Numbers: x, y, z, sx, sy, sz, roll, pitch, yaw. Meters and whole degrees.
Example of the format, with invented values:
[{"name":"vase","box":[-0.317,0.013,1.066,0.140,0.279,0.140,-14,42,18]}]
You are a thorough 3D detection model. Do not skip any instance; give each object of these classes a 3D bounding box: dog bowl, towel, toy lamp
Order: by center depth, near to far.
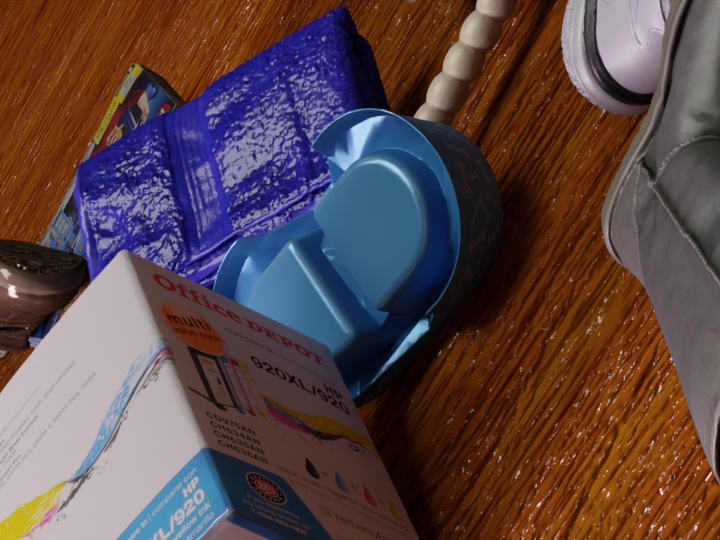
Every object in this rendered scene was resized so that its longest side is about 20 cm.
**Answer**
[{"name":"dog bowl","box":[0.000,0.000,1.465,0.112,0.050,0.200,56,128,21]},{"name":"toy lamp","box":[0.040,-0.083,1.517,0.200,0.058,0.058,-64,19,6]},{"name":"towel","box":[-0.073,-0.051,1.620,0.200,0.050,0.148,-30,56,18]}]

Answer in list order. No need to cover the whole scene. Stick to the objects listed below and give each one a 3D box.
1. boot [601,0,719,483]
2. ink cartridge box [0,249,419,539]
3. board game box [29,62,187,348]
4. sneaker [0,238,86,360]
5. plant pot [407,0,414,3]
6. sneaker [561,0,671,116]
[{"name":"boot","box":[0.159,-0.032,1.129,0.200,0.072,0.182,-99,24,-68]},{"name":"ink cartridge box","box":[-0.079,0.121,1.361,0.145,0.147,0.200,-49,38,18]},{"name":"board game box","box":[-0.144,-0.012,1.765,0.200,0.062,0.200,-62,20,7]},{"name":"sneaker","box":[-0.212,0.022,1.739,0.200,0.070,0.076,-162,77,-74]},{"name":"plant pot","box":[0.004,-0.282,1.564,0.187,0.200,0.187,-52,7,10]},{"name":"sneaker","box":[0.157,-0.175,1.308,0.115,0.075,0.200,-24,50,61]}]
